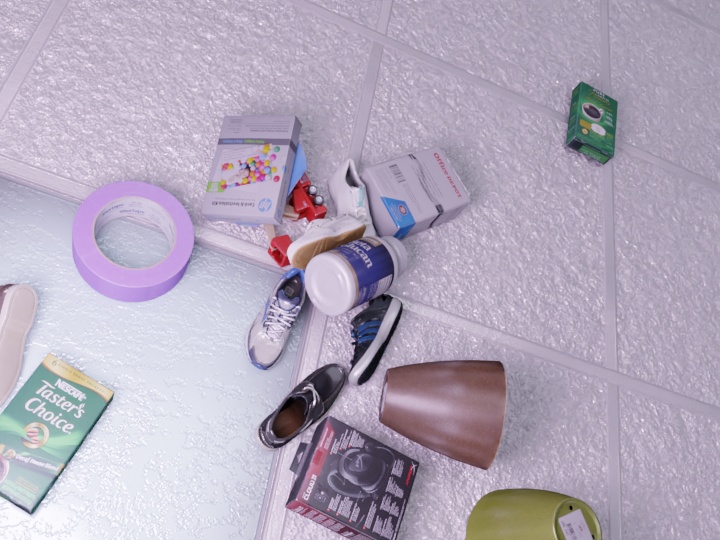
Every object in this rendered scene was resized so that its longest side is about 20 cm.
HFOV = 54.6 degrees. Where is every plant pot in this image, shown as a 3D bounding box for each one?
[{"bbox_3d":[0.135,0.237,1.227,0.196,0.188,0.190,10,60,-1],"label":"plant pot"},{"bbox_3d":[0.302,0.446,1.161,0.184,0.200,0.190,10,61,-18],"label":"plant pot"}]

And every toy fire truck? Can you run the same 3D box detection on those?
[{"bbox_3d":[-0.143,-0.120,1.347,0.140,0.049,0.202,-24,73,-27],"label":"toy fire truck"}]

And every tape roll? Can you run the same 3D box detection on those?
[{"bbox_3d":[-0.389,-0.051,1.198,0.197,0.066,0.203,10,61,-18],"label":"tape roll"}]

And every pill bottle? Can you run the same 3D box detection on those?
[{"bbox_3d":[0.000,0.000,1.273,0.199,0.111,0.112,-24,75,-49],"label":"pill bottle"}]

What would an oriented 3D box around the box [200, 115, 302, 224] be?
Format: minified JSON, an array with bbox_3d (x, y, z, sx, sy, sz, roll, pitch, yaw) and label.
[{"bbox_3d":[-0.201,-0.188,1.290,0.153,0.041,0.204,4,74,20],"label":"box"}]

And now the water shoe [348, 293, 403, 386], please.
[{"bbox_3d":[0.010,0.125,1.290,0.078,0.072,0.201,21,51,14],"label":"water shoe"}]

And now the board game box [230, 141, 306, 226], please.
[{"bbox_3d":[-0.185,-0.170,1.324,0.157,0.039,0.202,31,84,25],"label":"board game box"}]

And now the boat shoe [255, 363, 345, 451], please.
[{"bbox_3d":[-0.090,0.226,1.185,0.072,0.068,0.199,46,55,7],"label":"boat shoe"}]

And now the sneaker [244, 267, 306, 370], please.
[{"bbox_3d":[-0.145,0.076,1.226,0.076,0.085,0.202,24,58,-10],"label":"sneaker"}]

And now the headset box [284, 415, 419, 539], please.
[{"bbox_3d":[-0.020,0.347,1.147,0.198,0.077,0.150,27,57,-7],"label":"headset box"}]

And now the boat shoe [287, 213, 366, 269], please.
[{"bbox_3d":[-0.074,-0.060,1.288,0.069,0.071,0.199,41,36,20],"label":"boat shoe"}]

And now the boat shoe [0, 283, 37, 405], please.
[{"bbox_3d":[-0.549,0.116,1.047,0.059,0.072,0.203,3,71,24],"label":"boat shoe"}]

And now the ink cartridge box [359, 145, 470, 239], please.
[{"bbox_3d":[0.108,-0.158,1.454,0.198,0.084,0.146,-21,75,-29],"label":"ink cartridge box"}]

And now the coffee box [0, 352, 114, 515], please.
[{"bbox_3d":[-0.471,0.236,1.029,0.122,0.044,0.201,33,57,-4],"label":"coffee box"}]

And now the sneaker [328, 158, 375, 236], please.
[{"bbox_3d":[-0.010,-0.126,1.384,0.074,0.089,0.203,-10,69,-28],"label":"sneaker"}]

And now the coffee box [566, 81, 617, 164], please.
[{"bbox_3d":[0.595,-0.379,1.790,0.121,0.044,0.203,22,59,-12],"label":"coffee box"}]
